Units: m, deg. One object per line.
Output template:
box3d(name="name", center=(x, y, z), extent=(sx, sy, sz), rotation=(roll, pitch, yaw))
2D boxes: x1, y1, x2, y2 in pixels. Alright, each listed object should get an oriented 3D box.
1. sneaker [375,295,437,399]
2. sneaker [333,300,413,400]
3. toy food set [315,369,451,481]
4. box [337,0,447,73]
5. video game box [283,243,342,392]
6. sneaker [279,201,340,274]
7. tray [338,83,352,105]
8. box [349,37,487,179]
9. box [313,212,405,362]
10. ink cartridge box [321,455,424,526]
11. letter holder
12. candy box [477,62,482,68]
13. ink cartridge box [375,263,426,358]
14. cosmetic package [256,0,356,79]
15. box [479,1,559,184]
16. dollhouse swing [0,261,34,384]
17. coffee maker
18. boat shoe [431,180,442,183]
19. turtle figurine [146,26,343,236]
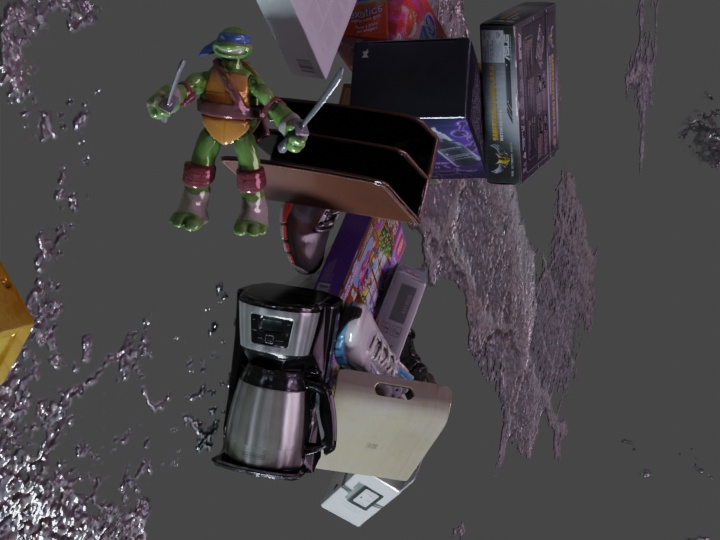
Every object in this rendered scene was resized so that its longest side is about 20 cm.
box3d(name="sneaker", center=(0.070, 0.124, 1.883), extent=(0.076, 0.113, 0.202), rotation=(50, 51, -64))
box3d(name="sneaker", center=(0.022, 0.111, 1.562), extent=(0.201, 0.086, 0.076), rotation=(76, 33, -51))
box3d(name="toy food set", center=(0.013, 0.189, 1.573), extent=(0.201, 0.142, 0.061), rotation=(116, -19, -50))
box3d(name="box", center=(0.041, -0.295, 1.647), extent=(0.200, 0.094, 0.101), rotation=(44, 58, -64))
box3d(name="video game box", center=(-0.043, 0.081, 1.671), extent=(0.182, 0.046, 0.203), rotation=(-40, 135, -56))
box3d(name="sneaker", center=(-0.045, -0.088, 1.541), extent=(0.077, 0.081, 0.203), rotation=(-33, 129, -61))
box3d(name="tray", center=(0.012, -0.164, 1.716), extent=(0.200, 0.037, 0.100), rotation=(39, 63, -67))
box3d(name="box", center=(0.078, -0.196, 1.588), extent=(0.200, 0.146, 0.106), rotation=(49, 43, -68))
box3d(name="box", center=(0.000, 0.000, 1.631), extent=(0.138, 0.039, 0.202), rotation=(71, 34, -52))
box3d(name="ink cartridge box", center=(0.026, 0.259, 1.758), extent=(0.200, 0.067, 0.117), rotation=(-51, -168, 54))
box3d(name="letter holder", center=(-0.034, -0.131, 1.392), extent=(0.142, 0.197, 0.102), rotation=(36, 66, -66))
box3d(name="candy box", center=(0.126, -0.239, 1.746), extent=(0.026, 0.197, 0.103), rotation=(66, 40, -60))
box3d(name="ink cartridge box", center=(0.042, 0.068, 1.742), extent=(0.200, 0.050, 0.164), rotation=(-91, -159, -81))
box3d(name="cosmetic package", center=(-0.062, -0.337, 1.435), extent=(0.201, 0.051, 0.152), rotation=(63, 44, -57))
box3d(name="box", center=(0.205, -0.228, 1.629), extent=(0.158, 0.048, 0.203), rotation=(-39, 129, -56))
box3d(name="dollhouse swing", center=(-0.362, 0.053, 0.879), extent=(0.183, 0.175, 0.200), rotation=(58, 24, 7))
box3d(name="coffee maker", center=(-0.097, 0.119, 1.476), extent=(0.192, 0.133, 0.203), rotation=(-150, -112, -76))
box3d(name="boat shoe", center=(0.101, -0.225, 1.872), extent=(0.072, 0.061, 0.203), rotation=(-28, 124, -63))
box3d(name="turtle figurine", center=(-0.130, -0.127, 1.241), extent=(0.142, 0.200, 0.197), rotation=(-8, 115, -31))
